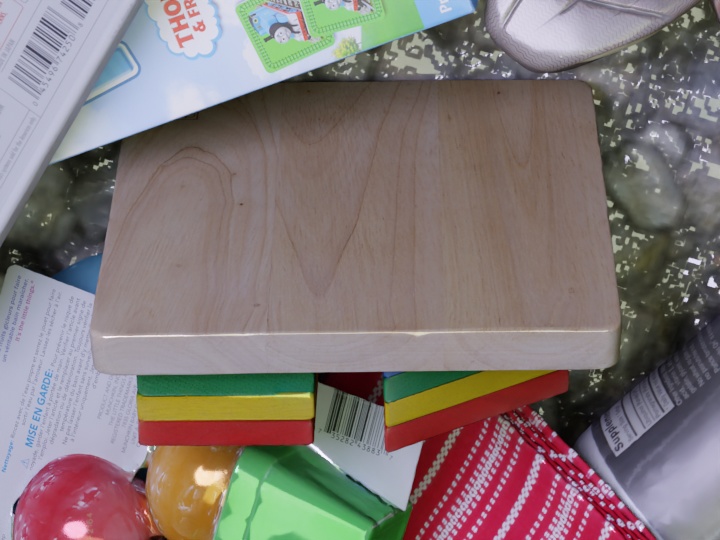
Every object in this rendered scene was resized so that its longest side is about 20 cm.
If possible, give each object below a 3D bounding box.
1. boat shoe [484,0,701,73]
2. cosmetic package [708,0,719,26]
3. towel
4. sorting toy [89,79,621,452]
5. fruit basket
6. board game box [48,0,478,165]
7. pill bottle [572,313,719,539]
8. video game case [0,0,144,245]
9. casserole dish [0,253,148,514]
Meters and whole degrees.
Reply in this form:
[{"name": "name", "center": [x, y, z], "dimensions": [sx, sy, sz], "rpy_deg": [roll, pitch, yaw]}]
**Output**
[{"name": "boat shoe", "center": [0.132, -0.146, 1.144], "dimensions": [0.200, 0.073, 0.075], "rpy_deg": [-40, 79, -8]}, {"name": "cosmetic package", "center": [0.195, -0.084, 1.116], "dimensions": [0.087, 0.200, 0.104], "rpy_deg": [-26, 102, 9]}, {"name": "towel", "center": [0.039, 0.121, 1.204], "dimensions": [0.200, 0.022, 0.145], "rpy_deg": [46, 113, 29]}, {"name": "sorting toy", "center": [0.000, 0.000, 1.150], "dimensions": [0.198, 0.200, 0.070], "rpy_deg": [-1, 121, 1]}, {"name": "fruit basket", "center": [-0.084, 0.115, 1.203], "dimensions": [0.199, 0.094, 0.186], "rpy_deg": [20, 102, 22]}, {"name": "board game box", "center": [-0.073, -0.139, 1.106], "dimensions": [0.199, 0.037, 0.152], "rpy_deg": [-19, 106, 11]}, {"name": "pill bottle", "center": [0.160, 0.085, 1.209], "dimensions": [0.200, 0.111, 0.111], "rpy_deg": [-42, 101, 11]}, {"name": "video game case", "center": [-0.195, -0.096, 1.110], "dimensions": [0.182, 0.023, 0.200], "rpy_deg": [36, 121, 2]}, {"name": "casserole dish", "center": [-0.136, 0.081, 1.252], "dimensions": [0.200, 0.039, 0.121], "rpy_deg": [-36, 102, 9]}]
